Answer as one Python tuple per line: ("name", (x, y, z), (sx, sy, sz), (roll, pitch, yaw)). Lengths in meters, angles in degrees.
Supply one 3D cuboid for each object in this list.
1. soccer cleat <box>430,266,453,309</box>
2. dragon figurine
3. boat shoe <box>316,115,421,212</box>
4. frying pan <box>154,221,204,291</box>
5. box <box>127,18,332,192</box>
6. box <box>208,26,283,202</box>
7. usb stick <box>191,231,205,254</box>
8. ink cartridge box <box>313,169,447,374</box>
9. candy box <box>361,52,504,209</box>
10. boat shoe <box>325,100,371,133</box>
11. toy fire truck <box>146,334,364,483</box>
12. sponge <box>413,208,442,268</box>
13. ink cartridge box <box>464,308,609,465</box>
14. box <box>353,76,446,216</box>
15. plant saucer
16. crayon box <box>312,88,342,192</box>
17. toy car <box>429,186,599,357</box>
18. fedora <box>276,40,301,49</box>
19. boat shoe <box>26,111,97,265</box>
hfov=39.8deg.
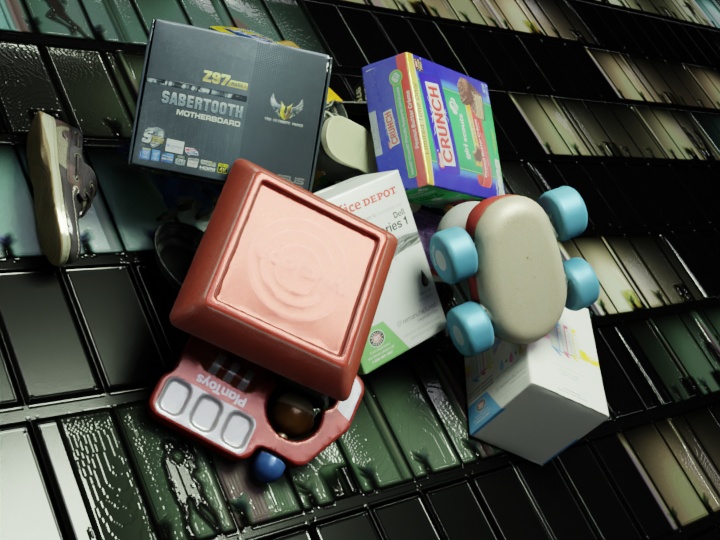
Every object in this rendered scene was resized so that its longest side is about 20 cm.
("soccer cleat", (0.027, 0.008, 1.279), (0.199, 0.069, 0.073), (11, 29, -32))
("dragon figurine", (-0.194, -0.113, 1.130), (0.059, 0.199, 0.100), (-33, 118, -52))
("boat shoe", (0.005, -0.131, 1.251), (0.201, 0.063, 0.074), (29, 66, -41))
("frying pan", (-0.180, -0.024, 1.145), (0.115, 0.031, 0.190), (40, 26, -12))
("box", (-0.140, -0.171, 1.073), (0.198, 0.051, 0.159), (11, 85, -11))
("box", (-0.152, -0.180, 1.175), (0.064, 0.202, 0.070), (-7, 29, -44))
("usb stick", (-0.093, 0.012, 1.076), (0.199, 0.055, 0.033), (27, 79, 12))
("ink cartridge box", (0.000, 0.000, 1.152), (0.146, 0.084, 0.202), (-26, 102, -37))
("candy box", (0.097, -0.170, 1.264), (0.199, 0.077, 0.171), (4, 75, -52))
("boat shoe", (-0.039, -0.189, 1.273), (0.198, 0.064, 0.071), (-9, 59, -24))
("toy fire truck", (-0.102, 0.124, 1.032), (0.199, 0.112, 0.169), (32, 63, -12))
("sponge", (0.066, -0.072, 1.361), (0.111, 0.030, 0.200), (9, 32, -37))
("ink cartridge box", (0.217, 0.118, 1.278), (0.124, 0.129, 0.201), (24, 41, -22))
("box", (0.074, -0.177, 1.402), (0.158, 0.046, 0.201), (18, 47, -28))
("plant saucer", (-0.065, 0.002, 1.005), (0.198, 0.037, 0.201), (26, 62, -14))
("crayon box", (-0.074, -0.176, 1.357), (0.119, 0.058, 0.200), (45, 38, 3))
("toy car", (0.155, -0.014, 1.216), (0.183, 0.200, 0.178), (-21, 109, -17))
("fedora", (-0.167, -0.242, 1.285), (0.200, 0.199, 0.083), (-27, 110, -50))
("boat shoe", (-0.314, -0.090, 1.063), (0.064, 0.072, 0.201), (4, 46, -32))
